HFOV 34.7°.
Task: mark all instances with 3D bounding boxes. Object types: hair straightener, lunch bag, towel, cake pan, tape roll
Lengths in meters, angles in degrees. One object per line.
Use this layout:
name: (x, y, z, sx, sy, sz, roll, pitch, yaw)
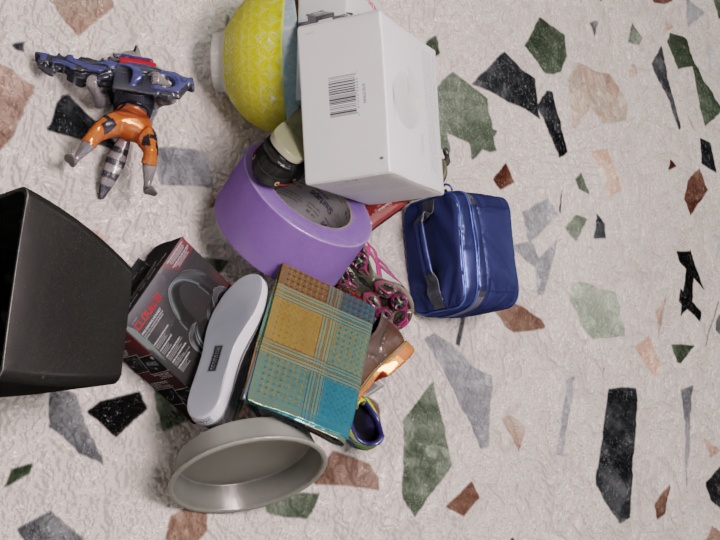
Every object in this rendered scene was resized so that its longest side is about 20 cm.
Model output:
hair straightener: (0.063, -0.120, 1.739, 0.200, 0.077, 0.041, -42, 90, -21)
lunch bag: (0.144, -0.031, 1.742, 0.131, 0.135, 0.203, 0, 80, -40)
towel: (-0.060, 0.101, 1.411, 0.145, 0.022, 0.202, 27, 52, -18)
cake pan: (-0.140, 0.238, 1.410, 0.198, 0.200, 0.037, 14, 47, -37)
tape roll: (-0.088, -0.073, 1.527, 0.198, 0.085, 0.201, 29, 30, -18)

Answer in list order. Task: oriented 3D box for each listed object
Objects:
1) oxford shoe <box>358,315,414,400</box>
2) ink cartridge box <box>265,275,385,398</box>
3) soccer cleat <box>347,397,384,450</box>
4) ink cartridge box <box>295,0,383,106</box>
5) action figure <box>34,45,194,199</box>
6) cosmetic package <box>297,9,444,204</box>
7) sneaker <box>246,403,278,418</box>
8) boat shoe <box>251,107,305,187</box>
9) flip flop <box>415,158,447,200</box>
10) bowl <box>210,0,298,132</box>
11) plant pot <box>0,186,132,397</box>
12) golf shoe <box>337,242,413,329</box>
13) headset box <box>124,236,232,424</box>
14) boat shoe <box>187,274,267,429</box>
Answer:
oxford shoe: (-0.021, 0.133, 1.476, 0.199, 0.071, 0.073, -37, 92, -33)
ink cartridge box: (-0.045, 0.052, 1.575, 0.199, 0.045, 0.177, 40, 31, -26)
soccer cleat: (-0.026, 0.157, 1.582, 0.064, 0.083, 0.202, -34, 102, -24)
ink cartridge box: (-0.028, -0.316, 1.669, 0.145, 0.082, 0.203, 34, 53, -63)
action figure: (-0.317, -0.200, 1.446, 0.197, 0.105, 0.196, 14, 60, -8)
cosmetic package: (0.016, -0.201, 1.485, 0.199, 0.121, 0.203, 11, 75, -65)
sneaker: (-0.098, 0.174, 1.477, 0.200, 0.073, 0.089, -33, 116, -80)
boat shoe: (-0.082, -0.161, 1.502, 0.074, 0.063, 0.201, 45, 26, 1)
flip flop: (0.031, -0.157, 1.679, 0.197, 0.058, 0.082, 12, 58, -6)
bowl: (-0.145, -0.284, 1.565, 0.106, 0.200, 0.203, 0, 75, 4)
plant pot: (-0.363, 0.045, 1.267, 0.176, 0.198, 0.203, 21, 66, -46)
golf shoe: (0.000, 0.000, 1.669, 0.201, 0.072, 0.092, 51, 11, -6)
headset box: (-0.223, 0.070, 1.446, 0.200, 0.077, 0.150, 47, 53, -23)
boat shoe: (-0.150, 0.104, 1.411, 0.066, 0.069, 0.202, 47, 48, -46)
